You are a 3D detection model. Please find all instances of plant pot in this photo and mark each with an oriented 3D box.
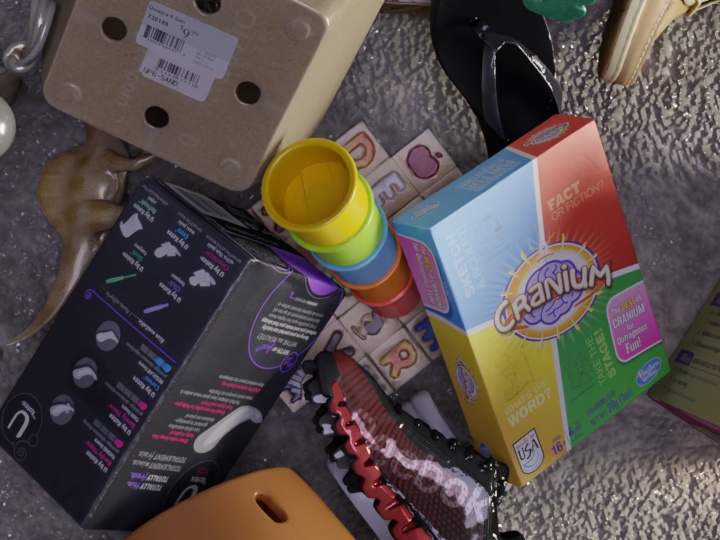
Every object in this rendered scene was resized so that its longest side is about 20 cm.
[{"bbox_3d":[-0.070,0.217,1.011,0.200,0.200,0.140,-26,71,-4],"label":"plant pot"},{"bbox_3d":[-0.089,-0.166,0.973,0.200,0.177,0.200,25,126,-7],"label":"plant pot"}]

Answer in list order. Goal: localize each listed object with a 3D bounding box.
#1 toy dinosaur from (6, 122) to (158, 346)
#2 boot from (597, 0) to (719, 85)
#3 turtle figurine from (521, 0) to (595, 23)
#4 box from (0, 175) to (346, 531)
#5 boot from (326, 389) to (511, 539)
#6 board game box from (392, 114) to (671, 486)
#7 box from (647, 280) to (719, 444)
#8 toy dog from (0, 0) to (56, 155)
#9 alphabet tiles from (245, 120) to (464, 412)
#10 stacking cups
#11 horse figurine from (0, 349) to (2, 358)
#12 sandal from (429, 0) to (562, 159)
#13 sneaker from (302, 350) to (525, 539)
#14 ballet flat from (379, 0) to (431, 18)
[{"bbox_3d":[-0.174,-0.039,1.082,0.101,0.058,0.200,9,84,8],"label":"toy dinosaur"},{"bbox_3d":[0.265,-0.193,1.105,0.155,0.073,0.200,27,85,-5],"label":"boot"},{"bbox_3d":[0.128,-0.267,1.061,0.101,0.200,0.150,-8,138,10],"label":"turtle figurine"},{"bbox_3d":[-0.123,0.058,1.021,0.106,0.122,0.200,37,98,29],"label":"box"},{"bbox_3d":[0.070,0.181,1.103,0.096,0.074,0.200,-36,97,1],"label":"boot"},{"bbox_3d":[0.118,0.019,1.061,0.153,0.040,0.200,-34,116,-26],"label":"board game box"},{"bbox_3d":[0.308,0.038,1.072,0.097,0.176,0.200,32,89,-7],"label":"box"},{"bbox_3d":[-0.265,-0.102,0.994,0.096,0.200,0.132,18,68,-16],"label":"toy dog"},{"bbox_3d":[0.000,0.000,1.119,0.200,0.006,0.166,-38,96,-3],"label":"alphabet tiles"},{"bbox_3d":[0.001,-0.018,1.019,0.060,0.200,0.061,-7,68,18],"label":"stacking cups"},{"bbox_3d":[-0.302,0.011,1.028,0.133,0.050,0.200,4,136,-6],"label":"horse figurine"},{"bbox_3d":[0.107,-0.114,1.072,0.076,0.043,0.200,-28,118,-6],"label":"sandal"},{"bbox_3d":[0.039,0.129,1.042,0.098,0.071,0.200,-32,90,-5],"label":"sneaker"},{"bbox_3d":[0.051,-0.206,1.080,0.200,0.072,0.068,1,88,-7],"label":"ballet flat"}]
